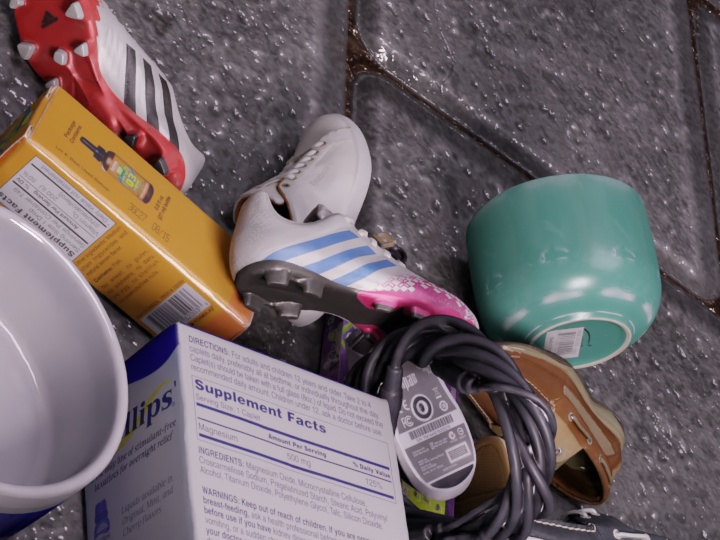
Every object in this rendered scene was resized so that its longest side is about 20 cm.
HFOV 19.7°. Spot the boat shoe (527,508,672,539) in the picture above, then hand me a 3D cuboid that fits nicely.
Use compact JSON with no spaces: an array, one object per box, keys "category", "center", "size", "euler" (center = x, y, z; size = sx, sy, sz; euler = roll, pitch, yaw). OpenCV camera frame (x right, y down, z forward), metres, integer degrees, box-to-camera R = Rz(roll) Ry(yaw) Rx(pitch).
[{"category":"boat shoe","center":[0.162,0.200,1.457],"size":[0.199,0.075,0.061],"euler":[29,53,-41]}]

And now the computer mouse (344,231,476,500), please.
[{"category":"computer mouse","center":[0.016,0.073,1.478],"size":[0.109,0.044,0.201],"euler":[-18,82,-41]}]

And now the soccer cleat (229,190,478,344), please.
[{"category":"soccer cleat","center":[0.000,0.000,1.423],"size":[0.199,0.070,0.087],"euler":[19,53,-31]}]

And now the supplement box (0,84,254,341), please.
[{"category":"supplement box","center":[-0.158,-0.028,1.391],"size":[0.200,0.069,0.067],"euler":[44,34,-19]}]

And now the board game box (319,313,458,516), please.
[{"category":"board game box","center":[0.020,0.115,1.517],"size":[0.120,0.032,0.201],"euler":[38,37,-28]}]

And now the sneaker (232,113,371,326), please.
[{"category":"sneaker","center":[-0.046,-0.058,1.545],"size":[0.085,0.073,0.201],"euler":[38,38,-27]}]

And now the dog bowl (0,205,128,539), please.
[{"category":"dog bowl","center":[-0.236,0.058,1.208],"size":[0.199,0.079,0.201],"euler":[31,40,-30]}]

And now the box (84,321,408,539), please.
[{"category":"box","center":[-0.069,0.162,1.298],"size":[0.183,0.105,0.201],"euler":[23,45,-37]}]

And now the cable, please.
[{"category":"cable","center":[0.059,0.110,1.368],"size":[0.051,0.200,0.164],"euler":[-1,68,-37]}]

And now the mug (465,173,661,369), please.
[{"category":"mug","center":[0.177,0.015,1.686],"size":[0.184,0.152,0.115],"euler":[21,49,-40]}]

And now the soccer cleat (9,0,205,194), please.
[{"category":"soccer cleat","center":[-0.178,-0.138,1.467],"size":[0.201,0.068,0.085],"euler":[57,25,-2]}]

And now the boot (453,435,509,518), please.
[{"category":"boot","center":[0.146,0.227,1.529],"size":[0.155,0.073,0.201],"euler":[13,55,-40]}]

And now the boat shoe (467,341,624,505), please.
[{"category":"boat shoe","center":[0.145,0.121,1.612],"size":[0.200,0.075,0.074],"euler":[36,47,-40]}]
